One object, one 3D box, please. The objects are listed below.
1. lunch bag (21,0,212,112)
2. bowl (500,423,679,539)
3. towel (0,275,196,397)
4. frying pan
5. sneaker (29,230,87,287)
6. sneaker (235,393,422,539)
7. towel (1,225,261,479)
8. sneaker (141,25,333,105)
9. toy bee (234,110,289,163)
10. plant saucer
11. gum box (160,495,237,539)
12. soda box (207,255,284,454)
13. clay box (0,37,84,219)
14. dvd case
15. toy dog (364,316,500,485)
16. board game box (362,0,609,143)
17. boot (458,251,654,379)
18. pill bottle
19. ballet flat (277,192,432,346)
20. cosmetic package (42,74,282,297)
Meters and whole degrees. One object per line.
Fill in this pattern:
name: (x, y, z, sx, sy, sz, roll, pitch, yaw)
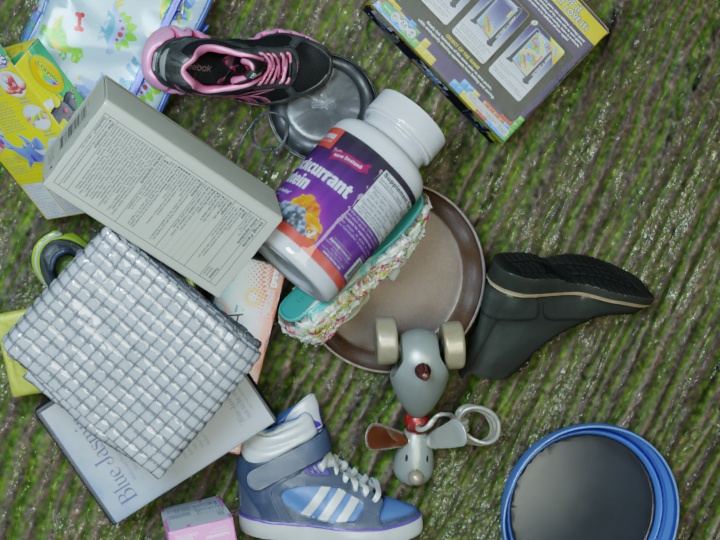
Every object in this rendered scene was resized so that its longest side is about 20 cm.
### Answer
lunch bag: (-0.241, -0.234, 1.605, 0.160, 0.082, 0.201, 27, 92, -15)
bowl: (0.246, 0.263, 1.770, 0.199, 0.039, 0.202, -1, 96, -11)
towel: (-0.249, 0.064, 1.587, 0.199, 0.018, 0.087, -11, 99, -1)
frying pan: (-0.052, -0.134, 1.662, 0.114, 0.031, 0.191, 22, 81, -1)
sneaker: (-0.253, 0.046, 1.631, 0.074, 0.081, 0.200, -46, 102, -3)
sneaker: (-0.029, 0.203, 1.690, 0.199, 0.081, 0.147, 3, 100, -6)
towel: (-0.216, 0.072, 1.541, 0.200, 0.086, 0.166, 40, 97, -9)
sneaker: (-0.107, -0.194, 1.578, 0.199, 0.095, 0.080, -4, 103, -30)
toy bee: (-0.168, -0.087, 1.601, 0.200, 0.109, 0.131, -44, 117, 13)
plant saucer: (0.030, 0.006, 1.705, 0.199, 0.034, 0.202, -1, 95, -11)
gum box: (-0.154, 0.295, 1.621, 0.066, 0.200, 0.114, -11, 91, -9)
soda box: (-0.134, 0.082, 1.667, 0.068, 0.064, 0.201, 14, 93, -11)
clay box: (-0.308, -0.141, 1.545, 0.200, 0.114, 0.048, 57, 47, -28)
dvd case: (-0.203, 0.143, 1.620, 0.199, 0.018, 0.143, -33, 100, 3)
toy dog: (0.064, 0.140, 1.664, 0.131, 0.096, 0.201, -18, 116, 8)
board game box: (0.129, -0.259, 1.685, 0.165, 0.057, 0.200, -46, 102, -5)
boot: (0.203, 0.057, 1.737, 0.199, 0.078, 0.139, 8, 117, -24)
pill bottle: (-0.009, -0.077, 1.599, 0.111, 0.111, 0.200, 43, 79, -12)
ballet flat: (0.000, 0.000, 1.657, 0.200, 0.076, 0.064, -41, 132, 0)
cosmetic package: (-0.182, -0.076, 1.500, 0.200, 0.073, 0.104, 35, 106, -24)
